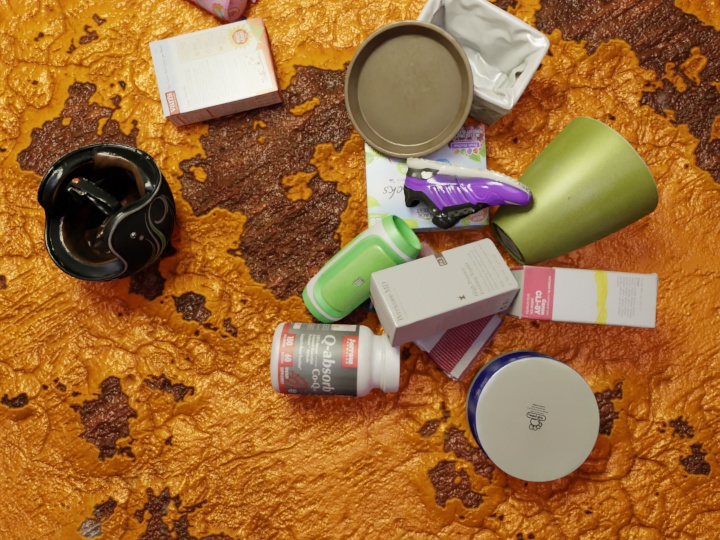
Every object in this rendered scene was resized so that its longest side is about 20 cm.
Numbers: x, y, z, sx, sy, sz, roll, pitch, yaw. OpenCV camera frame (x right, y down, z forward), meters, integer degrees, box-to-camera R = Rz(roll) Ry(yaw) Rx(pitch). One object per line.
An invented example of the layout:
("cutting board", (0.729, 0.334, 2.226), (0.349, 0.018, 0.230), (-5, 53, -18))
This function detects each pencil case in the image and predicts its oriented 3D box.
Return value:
("pencil case", (-0.282, -0.513, 0.889), (0.200, 0.087, 0.088), (31, 89, 2))

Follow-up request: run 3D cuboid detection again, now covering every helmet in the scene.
("helmet", (-0.396, -0.082, 0.821), (0.200, 0.191, 0.200), (11, 52, -14))

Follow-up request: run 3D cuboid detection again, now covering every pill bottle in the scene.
("pill bottle", (-0.038, 0.145, 0.839), (0.200, 0.116, 0.116), (2, 88, 2))

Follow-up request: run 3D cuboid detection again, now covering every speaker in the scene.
("speaker", (0.000, 0.000, 0.831), (0.200, 0.088, 0.088), (-40, 87, 21))

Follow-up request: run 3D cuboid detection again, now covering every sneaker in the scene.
("sneaker", (0.156, -0.107, 0.789), (0.200, 0.070, 0.100), (17, 100, 25))

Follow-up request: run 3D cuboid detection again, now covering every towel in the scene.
("towel", (0.131, 0.067, 0.861), (0.200, 0.023, 0.144), (44, 71, -3))

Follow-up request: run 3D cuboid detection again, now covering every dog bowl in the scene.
("dog bowl", (0.278, 0.235, 0.846), (0.200, 0.079, 0.200), (0, 88, 2))

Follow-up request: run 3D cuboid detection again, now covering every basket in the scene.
("basket", (0.180, -0.345, 0.848), (0.200, 0.123, 0.136), (31, 89, 3))

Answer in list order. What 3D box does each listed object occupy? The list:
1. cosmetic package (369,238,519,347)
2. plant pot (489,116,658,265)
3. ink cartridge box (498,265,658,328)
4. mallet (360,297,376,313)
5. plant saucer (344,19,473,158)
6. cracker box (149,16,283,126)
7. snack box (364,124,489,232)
("cosmetic package", (0.123, 0.032, 0.784), (0.200, 0.074, 0.102), (-17, 59, -13))
("plant pot", (0.312, -0.101, 0.809), (0.200, 0.187, 0.187), (-38, 87, 3))
("ink cartridge box", (0.336, 0.041, 0.818), (0.200, 0.145, 0.084), (4, 88, 2))
("mallet", (0.093, 0.081, 0.880), (0.200, 0.041, 0.066), (32, 88, -1))
("plant saucer", (0.074, -0.276, 0.797), (0.200, 0.029, 0.200), (5, 110, 14))
("cracker box", (-0.247, -0.342, 0.892), (0.200, 0.058, 0.134), (-12, 87, 0))
("snack box", (0.109, -0.150, 0.871), (0.200, 0.068, 0.169), (-2, 88, 3))
